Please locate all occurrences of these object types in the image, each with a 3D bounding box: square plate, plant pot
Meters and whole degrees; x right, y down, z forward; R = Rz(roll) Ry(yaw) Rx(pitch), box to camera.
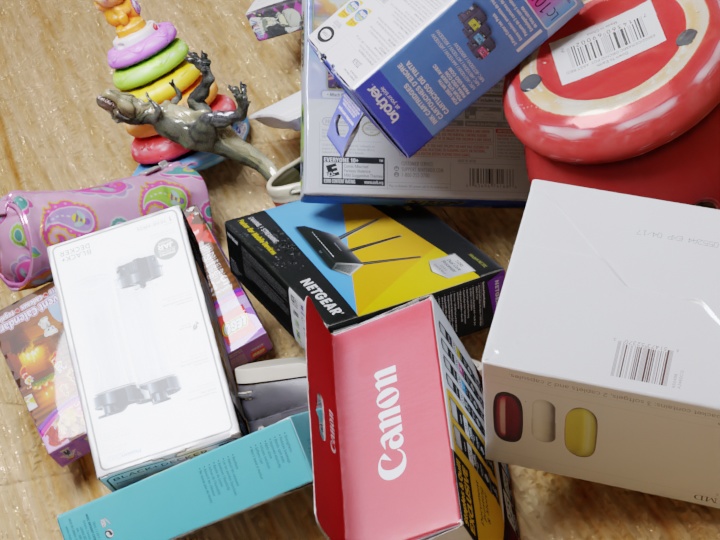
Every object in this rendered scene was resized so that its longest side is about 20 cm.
[{"bbox_3d":[0.012,-0.161,1.433,0.199,0.029,0.198,-26,12,-10],"label":"square plate"},{"bbox_3d":[0.208,-0.096,1.197,0.199,0.183,0.202,-17,44,18],"label":"plant pot"}]

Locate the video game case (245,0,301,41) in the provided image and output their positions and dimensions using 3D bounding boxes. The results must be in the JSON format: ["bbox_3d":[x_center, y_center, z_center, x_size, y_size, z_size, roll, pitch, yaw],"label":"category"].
[{"bbox_3d":[0.002,-0.297,1.598,0.180,0.036,0.201,-12,29,24],"label":"video game case"}]

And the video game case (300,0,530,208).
[{"bbox_3d":[0.052,-0.143,1.313,0.198,0.045,0.183,1,83,-8],"label":"video game case"}]

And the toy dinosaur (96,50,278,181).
[{"bbox_3d":[-0.133,-0.134,1.458,0.199,0.089,0.047,28,30,13],"label":"toy dinosaur"}]

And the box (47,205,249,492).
[{"bbox_3d":[-0.165,0.063,1.300,0.116,0.060,0.201,-18,65,0],"label":"box"}]

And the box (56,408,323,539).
[{"bbox_3d":[-0.115,0.161,1.212,0.199,0.082,0.050,-24,83,16],"label":"box"}]

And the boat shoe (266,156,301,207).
[{"bbox_3d":[0.009,-0.106,1.429,0.199,0.063,0.071,-36,38,-6],"label":"boat shoe"}]

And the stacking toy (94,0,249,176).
[{"bbox_3d":[-0.192,-0.186,1.529,0.109,0.201,0.116,-19,22,18],"label":"stacking toy"}]

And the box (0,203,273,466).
[{"bbox_3d":[-0.189,0.051,1.363,0.199,0.039,0.137,-29,66,-5],"label":"box"}]

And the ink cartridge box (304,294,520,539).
[{"bbox_3d":[0.036,0.125,1.091,0.083,0.176,0.201,-21,42,14],"label":"ink cartridge box"}]

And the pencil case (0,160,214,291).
[{"bbox_3d":[-0.220,-0.041,1.432,0.199,0.088,0.087,-15,27,-37],"label":"pencil case"}]

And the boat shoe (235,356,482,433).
[{"bbox_3d":[0.001,0.096,1.251,0.198,0.063,0.073,-3,4,21],"label":"boat shoe"}]

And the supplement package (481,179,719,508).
[{"bbox_3d":[0.190,0.049,1.067,0.198,0.111,0.157,10,53,14],"label":"supplement package"}]

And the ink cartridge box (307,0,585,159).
[{"bbox_3d":[0.046,-0.168,1.204,0.200,0.076,0.137,-39,28,3],"label":"ink cartridge box"}]

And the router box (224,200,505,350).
[{"bbox_3d":[0.000,0.000,1.284,0.148,0.051,0.200,-17,30,-21],"label":"router box"}]
